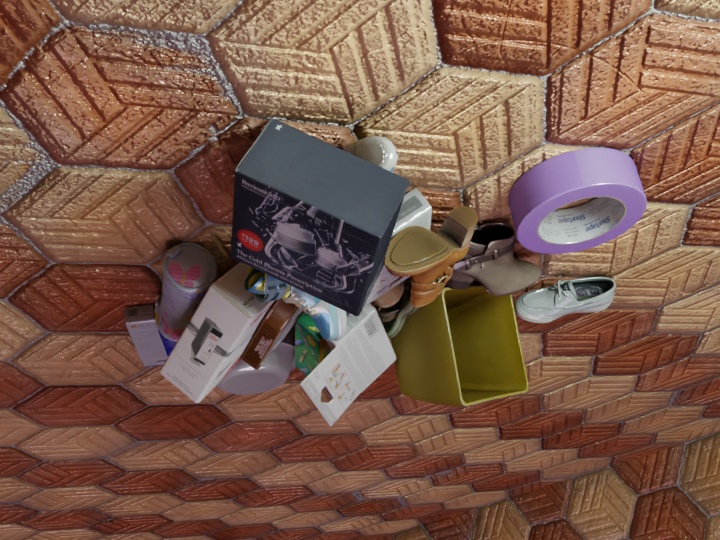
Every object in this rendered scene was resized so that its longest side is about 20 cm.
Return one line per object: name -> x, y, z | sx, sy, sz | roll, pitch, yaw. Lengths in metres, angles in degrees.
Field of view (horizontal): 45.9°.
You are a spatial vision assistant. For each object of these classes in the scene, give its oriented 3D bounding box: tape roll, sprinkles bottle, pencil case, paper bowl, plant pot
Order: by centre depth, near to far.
tape roll -> 0.329, -0.102, 1.299 | 0.197, 0.066, 0.201 | -6, 153, -3
pencil case -> -0.281, 0.036, 1.358 | 0.083, 0.091, 0.200 | -32, 166, -30
sprinkles bottle -> 0.000, 0.000, 1.388 | 0.068, 0.069, 0.200 | -21, 150, 23
plant pot -> 0.166, 0.143, 1.564 | 0.198, 0.203, 0.175 | -2, 170, -44
paper bowl -> -0.207, 0.163, 1.600 | 0.198, 0.106, 0.201 | -8, 152, -4

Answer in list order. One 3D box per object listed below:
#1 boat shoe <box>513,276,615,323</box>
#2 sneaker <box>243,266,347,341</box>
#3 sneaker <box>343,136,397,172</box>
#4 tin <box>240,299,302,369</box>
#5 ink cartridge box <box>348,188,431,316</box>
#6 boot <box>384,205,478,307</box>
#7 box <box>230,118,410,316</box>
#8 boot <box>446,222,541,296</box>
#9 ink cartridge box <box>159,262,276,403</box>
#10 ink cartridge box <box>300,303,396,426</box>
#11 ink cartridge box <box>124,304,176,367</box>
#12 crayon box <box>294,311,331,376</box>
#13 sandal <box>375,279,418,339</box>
boat shoe -> 0.387, 0.045, 1.604 | 0.198, 0.071, 0.072 | -8, 143, -11
sneaker -> -0.104, 0.036, 1.274 | 0.130, 0.202, 0.079 | -31, -163, -31
sneaker -> 0.011, -0.122, 1.172 | 0.104, 0.077, 0.199 | -4, 162, -36
tin -> -0.136, 0.089, 1.405 | 0.042, 0.112, 0.201 | 34, 136, 0
ink cartridge box -> 0.033, -0.024, 1.316 | 0.161, 0.050, 0.201 | -33, 160, -14
boot -> 0.096, 0.000, 1.288 | 0.199, 0.074, 0.156 | -27, 150, -37
box -> -0.058, -0.065, 1.100 | 0.198, 0.105, 0.183 | 24, 144, 6
boot -> 0.230, -0.023, 1.420 | 0.197, 0.071, 0.147 | -7, 147, -15
ink cartridge box -> -0.213, 0.088, 1.342 | 0.083, 0.147, 0.201 | 37, 119, 3
ink cartridge box -> -0.027, 0.160, 1.466 | 0.176, 0.045, 0.201 | -43, 149, -13
ink cartridge box -> -0.363, 0.119, 1.542 | 0.093, 0.038, 0.201 | -6, 150, -7
crayon box -> -0.058, 0.110, 1.521 | 0.119, 0.058, 0.201 | -46, 163, -25
sandal -> 0.059, 0.057, 1.511 | 0.057, 0.081, 0.201 | 16, 147, -13
